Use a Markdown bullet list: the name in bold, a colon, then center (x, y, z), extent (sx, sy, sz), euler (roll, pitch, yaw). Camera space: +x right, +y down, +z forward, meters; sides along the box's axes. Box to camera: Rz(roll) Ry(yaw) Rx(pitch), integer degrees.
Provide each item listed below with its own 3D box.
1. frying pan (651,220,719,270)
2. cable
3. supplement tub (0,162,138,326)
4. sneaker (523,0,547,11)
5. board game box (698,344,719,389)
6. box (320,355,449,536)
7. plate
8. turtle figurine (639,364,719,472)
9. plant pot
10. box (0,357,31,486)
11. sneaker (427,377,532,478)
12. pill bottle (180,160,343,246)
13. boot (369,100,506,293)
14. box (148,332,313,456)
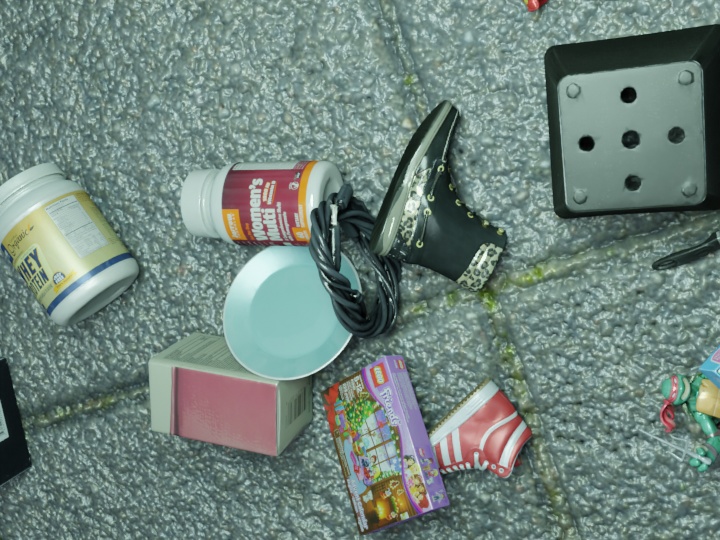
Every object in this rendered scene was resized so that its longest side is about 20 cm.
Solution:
- **frying pan**: center (0.435, -0.032, 0.927), extent (0.114, 0.031, 0.190), euler (30, 140, -9)
- **cable**: center (0.000, 0.000, 1.023), extent (0.050, 0.164, 0.202), euler (-13, 117, 22)
- **supplement tub**: center (-0.430, -0.038, 1.192), extent (0.144, 0.144, 0.201), euler (-37, 89, 24)
- **sneaker**: center (0.184, -0.334, 0.925), extent (0.198, 0.077, 0.086), euler (9, 112, 19)
- **board game box**: center (0.458, 0.076, 0.811), extent (0.153, 0.040, 0.200), euler (44, 87, 3)
- **box**: center (0.027, 0.230, 1.089), extent (0.136, 0.039, 0.202), euler (-33, 66, 37)
- **plate**: center (-0.090, 0.052, 1.107), extent (0.198, 0.026, 0.202), euler (-7, 66, 15)
- **turtle figurine**: center (0.422, 0.149, 0.943), extent (0.197, 0.101, 0.152), euler (9, 98, 7)
- **plant pot**: center (0.290, -0.148, 0.876), extent (0.197, 0.177, 0.203), euler (-2, 102, 20)
- **box**: center (-0.683, 0.260, 1.376), extent (0.196, 0.123, 0.203), euler (-4, 102, 23)
- **sneaker**: center (0.137, 0.247, 1.092), extent (0.113, 0.071, 0.200), euler (46, 112, 8)
- **pill bottle**: center (-0.127, -0.087, 1.084), extent (0.198, 0.109, 0.111), euler (1, 104, 20)
- **boot**: center (0.114, -0.087, 1.018), extent (0.152, 0.073, 0.205), euler (25, 86, -11)
- **box**: center (-0.178, 0.169, 1.159), extent (0.198, 0.128, 0.110), euler (7, 106, 19)
